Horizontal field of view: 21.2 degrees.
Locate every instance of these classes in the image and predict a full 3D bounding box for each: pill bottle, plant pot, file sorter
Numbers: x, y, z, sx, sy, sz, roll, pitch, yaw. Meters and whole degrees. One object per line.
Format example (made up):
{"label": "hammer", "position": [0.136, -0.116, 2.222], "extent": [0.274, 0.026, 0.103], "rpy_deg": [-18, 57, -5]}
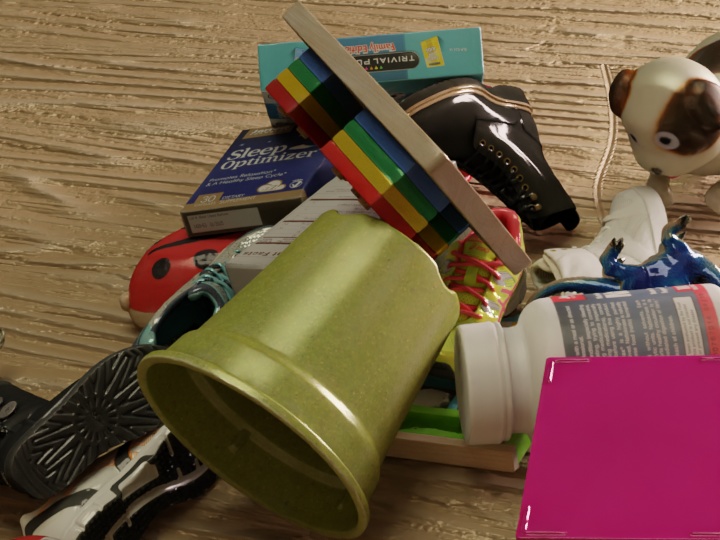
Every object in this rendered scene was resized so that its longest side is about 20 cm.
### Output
{"label": "pill bottle", "position": [0.174, 0.076, 1.433], "extent": [0.200, 0.120, 0.120], "rpy_deg": [-5, 29, -4]}
{"label": "plant pot", "position": [-0.029, 0.062, 1.409], "extent": [0.200, 0.200, 0.184], "rpy_deg": [17, 59, 40]}
{"label": "file sorter", "position": [0.189, 0.163, 1.288], "extent": [0.139, 0.126, 0.200], "rpy_deg": [-2, 31, 13]}

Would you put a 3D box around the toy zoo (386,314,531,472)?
{"label": "toy zoo", "position": [0.098, 0.090, 1.555], "extent": [0.131, 0.020, 0.200], "rpy_deg": [5, 33, 26]}

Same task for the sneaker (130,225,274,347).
{"label": "sneaker", "position": [-0.117, 0.031, 1.625], "extent": [0.078, 0.086, 0.200], "rpy_deg": [39, 64, 5]}

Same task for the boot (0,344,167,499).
{"label": "boot", "position": [-0.245, 0.112, 1.520], "extent": [0.165, 0.066, 0.200], "rpy_deg": [-34, 14, -26]}

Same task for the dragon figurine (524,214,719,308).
{"label": "dragon figurine", "position": [0.235, 0.022, 1.522], "extent": [0.200, 0.059, 0.100], "rpy_deg": [-18, 65, -9]}

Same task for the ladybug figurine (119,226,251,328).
{"label": "ladybug figurine", "position": [-0.122, -0.003, 1.739], "extent": [0.200, 0.072, 0.136], "rpy_deg": [-17, 30, -11]}

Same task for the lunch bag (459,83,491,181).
{"label": "lunch bag", "position": [0.050, -0.119, 1.876], "extent": [0.176, 0.082, 0.200], "rpy_deg": [9, 37, 34]}

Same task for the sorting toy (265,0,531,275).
{"label": "sorting toy", "position": [0.019, -0.084, 1.494], "extent": [0.070, 0.199, 0.200], "rpy_deg": [-42, 57, 2]}

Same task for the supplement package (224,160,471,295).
{"label": "supplement package", "position": [0.000, 0.000, 1.636], "extent": [0.117, 0.117, 0.200], "rpy_deg": [3, 31, 38]}

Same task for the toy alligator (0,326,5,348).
{"label": "toy alligator", "position": [-0.371, 0.115, 1.638], "extent": [0.054, 0.059, 0.200], "rpy_deg": [-41, 7, 40]}

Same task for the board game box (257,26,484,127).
{"label": "board game box", "position": [0.010, -0.176, 1.777], "extent": [0.200, 0.047, 0.151], "rpy_deg": [-4, -8, 1]}

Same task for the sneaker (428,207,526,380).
{"label": "sneaker", "position": [0.087, 0.015, 1.566], "extent": [0.078, 0.090, 0.200], "rpy_deg": [14, 34, 11]}

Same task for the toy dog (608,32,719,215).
{"label": "toy dog", "position": [0.311, -0.141, 1.704], "extent": [0.139, 0.194, 0.200], "rpy_deg": [26, 25, 35]}

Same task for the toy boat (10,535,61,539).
{"label": "toy boat", "position": [-0.266, 0.241, 1.293], "extent": [0.130, 0.131, 0.200], "rpy_deg": [13, 36, 35]}

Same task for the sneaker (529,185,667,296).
{"label": "sneaker", "position": [0.201, -0.015, 1.639], "extent": [0.115, 0.074, 0.200], "rpy_deg": [3, 30, -1]}

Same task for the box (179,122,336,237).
{"label": "box", "position": [-0.074, -0.096, 1.772], "extent": [0.121, 0.032, 0.200], "rpy_deg": [-7, 26, 23]}

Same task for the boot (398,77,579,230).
{"label": "boot", "position": [0.114, -0.095, 1.710], "extent": [0.200, 0.138, 0.077], "rpy_deg": [-9, -23, -47]}

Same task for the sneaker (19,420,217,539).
{"label": "sneaker", "position": [-0.179, 0.157, 1.475], "extent": [0.080, 0.074, 0.200], "rpy_deg": [11, 35, 37]}
